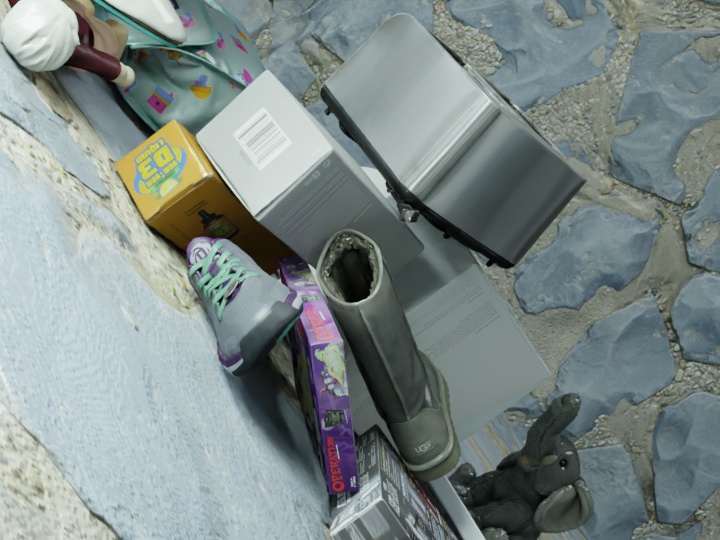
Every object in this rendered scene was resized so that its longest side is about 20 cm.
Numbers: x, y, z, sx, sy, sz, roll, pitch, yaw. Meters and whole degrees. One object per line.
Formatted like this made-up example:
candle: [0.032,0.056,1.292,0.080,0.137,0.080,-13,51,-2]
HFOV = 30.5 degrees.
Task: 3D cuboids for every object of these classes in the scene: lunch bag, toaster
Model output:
lunch bag: [-0.182,-0.207,1.274,0.199,0.122,0.171,35,21,-43]
toaster: [0.082,-0.107,1.150,0.180,0.119,0.201,29,19,-45]

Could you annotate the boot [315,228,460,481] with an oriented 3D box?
boot: [0.014,0.053,1.079,0.201,0.072,0.182,59,-1,-31]

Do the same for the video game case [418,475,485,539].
video game case: [0.090,0.248,1.227,0.144,0.018,0.201,57,-9,20]

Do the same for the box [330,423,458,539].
box: [0.040,0.219,1.016,0.159,0.049,0.200,55,5,-8]

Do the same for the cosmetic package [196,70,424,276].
cosmetic package: [-0.036,-0.061,1.077,0.107,0.090,0.200,50,1,34]

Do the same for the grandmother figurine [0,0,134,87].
grandmother figurine: [-0.228,-0.180,1.021,0.120,0.061,0.200,28,10,-2]

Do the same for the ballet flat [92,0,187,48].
ballet flat: [-0.215,-0.244,1.018,0.198,0.070,0.069,27,7,-2]

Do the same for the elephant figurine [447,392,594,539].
elephant figurine: [0.207,0.251,1.545,0.142,0.199,0.155,55,5,8]

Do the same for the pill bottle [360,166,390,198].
pill bottle: [0.000,0.000,1.410,0.114,0.112,0.202,-120,-164,-46]

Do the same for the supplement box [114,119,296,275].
supplement box: [-0.123,-0.048,1.091,0.069,0.066,0.200,57,4,22]

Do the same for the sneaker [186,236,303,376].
sneaker: [-0.098,0.018,0.960,0.088,0.075,0.200,44,-4,-9]

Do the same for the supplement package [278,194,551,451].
supplement package: [0.048,0.061,1.302,0.200,0.190,0.148,51,6,-45]

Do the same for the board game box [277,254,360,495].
board game box: [-0.035,0.075,1.029,0.200,0.032,0.122,-119,-155,-70]
